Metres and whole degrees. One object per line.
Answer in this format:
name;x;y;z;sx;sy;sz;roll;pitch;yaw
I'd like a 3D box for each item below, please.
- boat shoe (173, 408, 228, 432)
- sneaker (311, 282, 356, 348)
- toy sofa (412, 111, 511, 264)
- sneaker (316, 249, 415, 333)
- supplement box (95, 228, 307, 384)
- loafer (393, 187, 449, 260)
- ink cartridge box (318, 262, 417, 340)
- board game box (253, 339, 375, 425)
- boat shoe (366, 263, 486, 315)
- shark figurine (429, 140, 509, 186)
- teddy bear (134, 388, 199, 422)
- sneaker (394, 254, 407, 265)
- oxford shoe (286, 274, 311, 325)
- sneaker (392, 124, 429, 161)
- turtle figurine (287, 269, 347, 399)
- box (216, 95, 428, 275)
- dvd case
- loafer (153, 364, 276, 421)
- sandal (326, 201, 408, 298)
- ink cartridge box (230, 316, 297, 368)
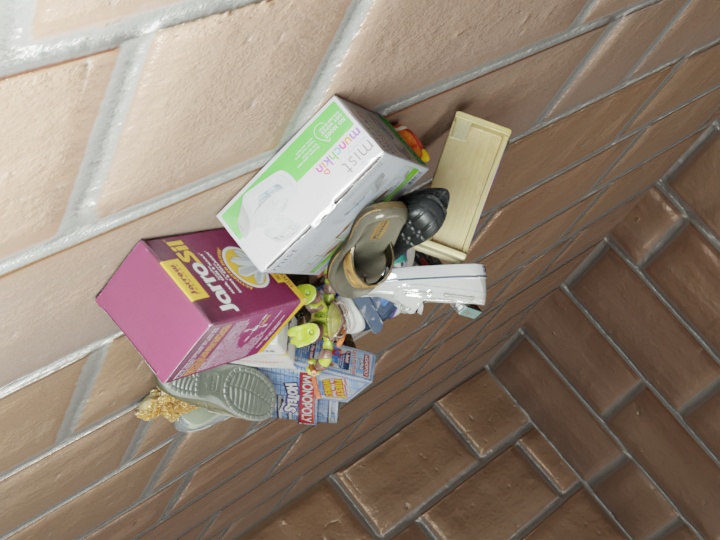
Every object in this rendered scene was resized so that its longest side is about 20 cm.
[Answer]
boat shoe;-0.225;0.208;1.848;0.201;0.070;0.072;-25;171;-37
sneaker;-0.070;0.103;1.747;0.090;0.067;0.200;-12;130;14
toy sofa;0.138;-0.113;1.557;0.098;0.083;0.200;70;40;-85
sneaker;0.000;0.000;1.644;0.146;0.081;0.200;-18;122;-36
supplement box;-0.178;0.033;1.277;0.103;0.131;0.200;-48;165;25
loafer;0.043;-0.054;1.424;0.200;0.068;0.070;-24;-159;52
ink cartridge box;-0.006;0.040;1.839;0.147;0.083;0.200;-30;162;-38
board game box;-0.080;0.173;1.727;0.200;0.200;0.062;94;4;-45
boat shoe;0.074;0.029;1.533;0.200;0.065;0.074;-5;174;7
shark figurine;0.156;-0.135;1.752;0.214;0.089;0.128;118;-9;-75
teddy bear;-0.252;0.187;1.690;0.145;0.067;0.200;-40;166;8
sneaker;0.030;-0.066;1.526;0.200;0.121;0.084;-48;164;29
oxford shoe;-0.092;0.031;1.591;0.073;0.084;0.200;-33;163;-20
sneaker;0.005;-0.100;1.452;0.200;0.077;0.073;-45;167;25
turtle figurine;-0.051;0.078;1.525;0.161;0.064;0.200;23;75;-73
box;-0.040;-0.091;1.317;0.200;0.097;0.176;-44;165;15
dvd case;0.110;-0.009;1.748;0.022;0.200;0.146;-42;167;8
loafer;-0.208;0.164;1.593;0.200;0.075;0.070;25;162;-35
sandal;0.015;-0.013;1.354;0.082;0.055;0.200;-10;153;-26
ink cartridge box;-0.151;0.084;1.519;0.115;0.068;0.200;3;166;5
